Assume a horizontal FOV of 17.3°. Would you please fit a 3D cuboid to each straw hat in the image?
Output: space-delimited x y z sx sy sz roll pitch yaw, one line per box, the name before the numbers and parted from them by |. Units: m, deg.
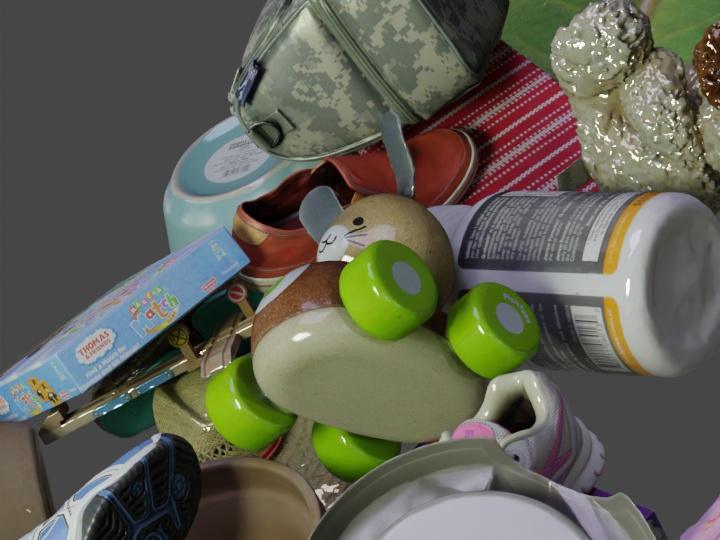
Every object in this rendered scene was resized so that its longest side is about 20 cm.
straw hat | -0.095 0.102 1.586 0.201 0.085 0.201 -21 32 14

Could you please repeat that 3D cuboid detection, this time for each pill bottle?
pill bottle | 0.126 0.006 1.510 0.200 0.116 0.116 3 44 41

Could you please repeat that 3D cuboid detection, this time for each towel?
towel | 0.102 -0.077 1.679 0.145 0.023 0.200 -35 50 -13

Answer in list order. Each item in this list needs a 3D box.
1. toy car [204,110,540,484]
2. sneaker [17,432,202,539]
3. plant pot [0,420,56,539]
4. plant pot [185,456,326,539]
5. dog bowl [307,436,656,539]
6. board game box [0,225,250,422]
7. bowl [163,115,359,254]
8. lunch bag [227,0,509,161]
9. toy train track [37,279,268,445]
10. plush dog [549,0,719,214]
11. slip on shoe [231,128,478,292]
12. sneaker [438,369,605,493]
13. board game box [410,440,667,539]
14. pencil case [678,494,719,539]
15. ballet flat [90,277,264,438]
toy car | 0.000 0.000 1.461 0.164 0.158 0.200 -40 42 36
sneaker | -0.171 0.166 1.389 0.077 0.076 0.200 14 50 43
plant pot | -0.291 0.174 1.575 0.174 0.201 0.200 -13 31 -6
plant pot | -0.094 0.214 1.419 0.201 0.093 0.201 -21 31 14
dog bowl | 0.064 0.188 1.239 0.200 0.059 0.200 -4 59 7
board game box | -0.175 0.044 1.608 0.151 0.037 0.200 -39 8 -29
bowl | -0.066 -0.050 1.761 0.200 0.105 0.201 -20 33 14
lunch bag | -0.002 -0.171 1.695 0.168 0.139 0.200 -34 17 23
toy train track | -0.132 0.055 1.578 0.200 0.033 0.115 -29 13 11
plush dog | 0.236 -0.089 1.539 0.172 0.200 0.161 -11 68 44
slip on shoe | -0.003 -0.052 1.626 0.200 0.061 0.074 -26 45 -22
sneaker | 0.069 0.134 1.351 0.081 0.088 0.200 -7 37 32
board game box | 0.073 0.164 1.417 0.120 0.032 0.200 -40 32 -24
pencil case | 0.238 0.122 1.287 0.087 0.088 0.200 10 50 47
ballet flat | -0.114 0.039 1.681 0.200 0.071 0.065 -34 36 10
